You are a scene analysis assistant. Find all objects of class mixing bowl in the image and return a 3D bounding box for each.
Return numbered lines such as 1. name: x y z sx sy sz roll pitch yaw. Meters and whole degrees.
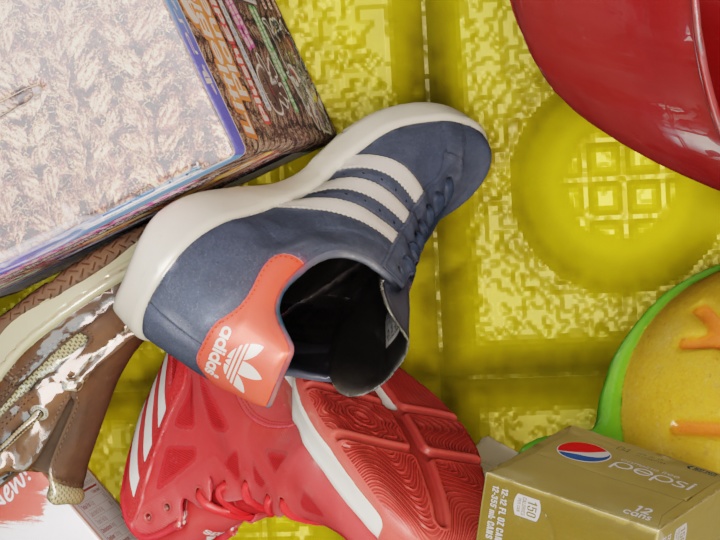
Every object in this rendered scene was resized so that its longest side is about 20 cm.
1. mixing bowl: 0.123 -0.121 0.993 0.108 0.200 0.201 6 96 34

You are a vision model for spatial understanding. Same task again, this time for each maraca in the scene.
1. maraca: 0.146 0.070 1.007 0.200 0.107 0.137 -36 72 -28

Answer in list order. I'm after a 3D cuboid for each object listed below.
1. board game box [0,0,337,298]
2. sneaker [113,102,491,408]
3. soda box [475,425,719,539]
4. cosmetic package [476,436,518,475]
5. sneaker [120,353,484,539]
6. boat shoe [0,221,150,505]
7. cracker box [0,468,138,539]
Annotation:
1. board game box: -0.115 -0.057 1.018 0.159 0.200 0.097 -25 90 10
2. sneaker: 0.000 0.000 1.008 0.084 0.200 0.075 39 130 21
3. soda box: 0.073 0.162 0.931 0.068 0.064 0.201 17 111 28
4. cosmetic package: 0.119 0.138 1.052 0.200 0.083 0.051 28 98 7
5. sneaker: -0.026 0.085 1.045 0.078 0.200 0.116 16 112 -31
6. boat shoe: -0.127 0.058 1.050 0.202 0.075 0.075 -35 86 6
7. cracker box: -0.117 0.186 1.109 0.134 0.058 0.200 -42 86 9
